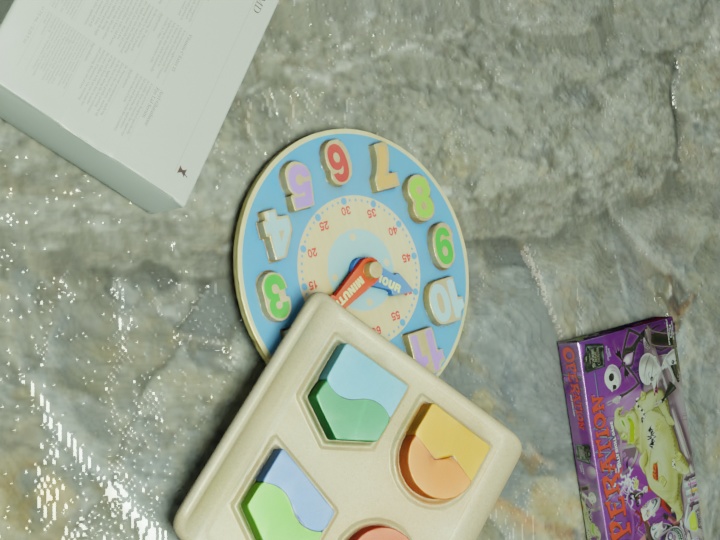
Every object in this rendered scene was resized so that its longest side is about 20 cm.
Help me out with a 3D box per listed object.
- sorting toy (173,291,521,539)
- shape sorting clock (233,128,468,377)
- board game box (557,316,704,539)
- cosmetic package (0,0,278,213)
[{"bbox_3d":[0.002,0.141,0.873,0.200,0.036,0.186,38,70,-19],"label":"sorting toy"},{"bbox_3d":[0.000,0.000,0.928,0.199,0.039,0.202,3,85,-37],"label":"shape sorting clock"},{"bbox_3d":[0.226,0.147,1.096,0.119,0.032,0.202,-11,94,-33],"label":"board game box"},{"bbox_3d":[-0.139,-0.160,0.827,0.150,0.052,0.201,33,68,-28],"label":"cosmetic package"}]
